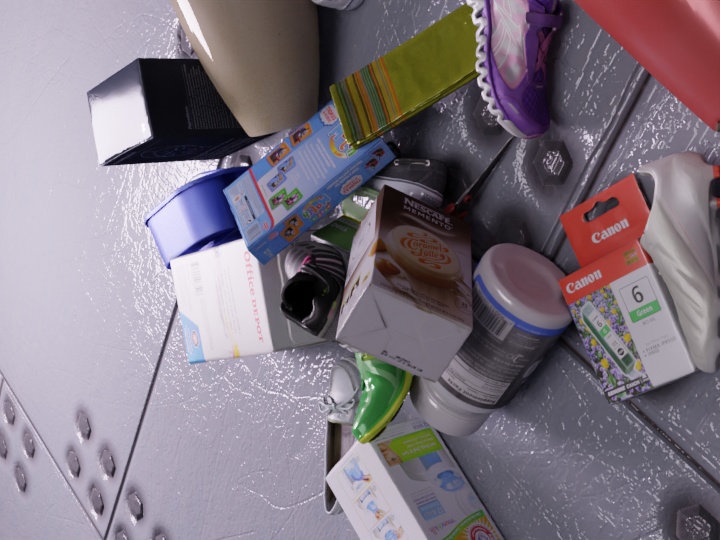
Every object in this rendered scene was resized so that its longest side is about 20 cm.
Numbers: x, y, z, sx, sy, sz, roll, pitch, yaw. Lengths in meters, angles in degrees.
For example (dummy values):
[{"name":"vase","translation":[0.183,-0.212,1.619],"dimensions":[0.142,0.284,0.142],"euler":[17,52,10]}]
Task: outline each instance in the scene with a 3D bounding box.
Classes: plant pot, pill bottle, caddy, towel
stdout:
[{"name":"plant pot","translation":[0.297,-0.225,0.867],"dimensions":[0.178,0.200,0.200],"euler":[56,133,11]},{"name":"pill bottle","translation":[0.136,0.079,1.139],"dimensions":[0.114,0.113,0.201],"euler":[53,131,28]},{"name":"caddy","translation":[-0.214,-0.083,1.482],"dimensions":[0.200,0.141,0.106],"euler":[-30,80,46]},{"name":"towel","translation":[0.058,-0.218,1.179],"dimensions":[0.199,0.018,0.087],"euler":[-29,68,20]},{"name":"plant pot","translation":[-0.125,-0.279,1.342],"dimensions":[0.187,0.187,0.202],"euler":[0,111,48]}]

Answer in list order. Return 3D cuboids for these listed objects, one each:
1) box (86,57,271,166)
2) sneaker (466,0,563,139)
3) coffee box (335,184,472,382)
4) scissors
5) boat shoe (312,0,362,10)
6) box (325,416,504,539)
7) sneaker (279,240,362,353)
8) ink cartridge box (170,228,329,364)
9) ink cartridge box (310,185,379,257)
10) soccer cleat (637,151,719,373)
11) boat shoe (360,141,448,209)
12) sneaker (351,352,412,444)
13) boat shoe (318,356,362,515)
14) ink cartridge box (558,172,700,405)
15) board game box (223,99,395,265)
[{"name":"box","translation":[-0.245,-0.215,1.447],"dimensions":[0.148,0.199,0.108],"euler":[-15,86,48]},{"name":"sneaker","translation":[0.166,-0.237,1.082],"dimensions":[0.088,0.080,0.202],"euler":[-14,85,40]},{"name":"coffee box","translation":[0.049,0.008,1.100],"dimensions":[0.080,0.114,0.201],"euler":[-60,12,31]},{"name":"scissors","translation":[0.117,-0.071,1.200],"dimensions":[0.200,0.073,0.014],"euler":[-44,43,17]},{"name":"boat shoe","translation":[-0.014,-0.400,1.243],"dimensions":[0.075,0.086,0.203],"euler":[52,131,28]},{"name":"box","translation":[0.068,0.289,1.250],"dimensions":[0.201,0.112,0.102],"euler":[57,132,24]},{"name":"sneaker","translation":[-0.052,0.016,1.172],"dimensions":[0.074,0.087,0.200],"euler":[-59,33,16]},{"name":"ink cartridge box","translation":[-0.129,0.034,1.402],"dimensions":[0.199,0.144,0.149],"euler":[-10,89,48]},{"name":"ink cartridge box","translation":[0.000,0.000,1.270],"dimensions":[0.104,0.059,0.201],"euler":[26,135,43]},{"name":"soccer cleat","translation":[0.297,-0.007,0.972],"dimensions":[0.077,0.069,0.202],"euler":[-5,86,24]},{"name":"boat shoe","translation":[0.030,-0.120,1.263],"dimensions":[0.199,0.070,0.067],"euler":[19,86,53]},{"name":"sneaker","translation":[0.021,0.097,1.179],"dimensions":[0.074,0.083,0.201],"euler":[112,176,-66]},{"name":"boat shoe","translation":[-0.019,0.213,1.370],"dimensions":[0.074,0.064,0.204],"euler":[12,105,46]},{"name":"ink cartridge box","translation":[0.256,0.019,1.040],"dimensions":[0.109,0.050,0.201],"euler":[-33,73,46]},{"name":"board game box","translation":[-0.066,-0.115,1.270],"dimensions":[0.200,0.037,0.152],"euler":[-39,36,7]}]
